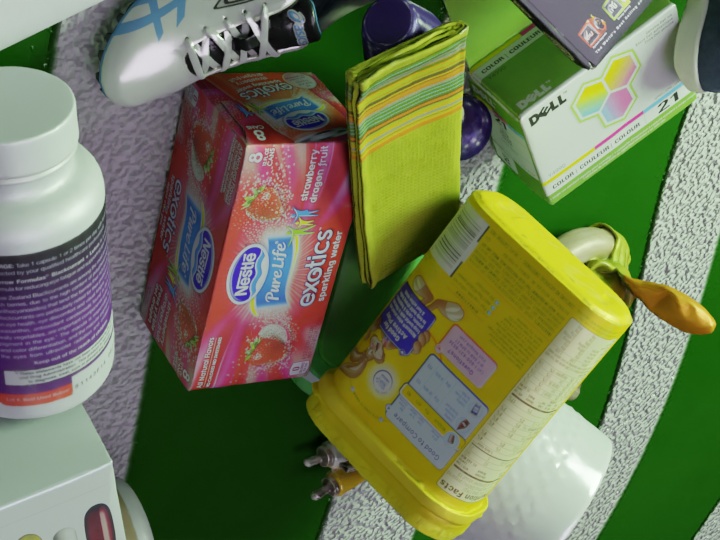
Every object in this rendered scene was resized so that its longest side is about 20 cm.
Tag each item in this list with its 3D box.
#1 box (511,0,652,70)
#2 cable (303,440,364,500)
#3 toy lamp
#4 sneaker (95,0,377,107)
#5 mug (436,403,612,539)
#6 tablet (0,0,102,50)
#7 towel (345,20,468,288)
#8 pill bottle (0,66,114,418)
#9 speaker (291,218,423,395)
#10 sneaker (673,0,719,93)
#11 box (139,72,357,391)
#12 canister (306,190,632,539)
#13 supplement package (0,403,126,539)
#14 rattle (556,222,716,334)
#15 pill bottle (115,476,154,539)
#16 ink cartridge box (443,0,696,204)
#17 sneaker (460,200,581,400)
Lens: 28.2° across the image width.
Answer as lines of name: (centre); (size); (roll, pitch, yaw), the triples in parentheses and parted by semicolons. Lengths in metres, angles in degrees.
box: (0.161, -0.261, 0.949); (0.161, 0.049, 0.200); (39, 97, -24)
cable: (0.035, 0.141, 1.264); (0.199, 0.050, 0.098); (-9, 114, -46)
toy lamp: (0.044, -0.128, 0.967); (0.058, 0.058, 0.200); (-42, 158, 2)
sneaker: (-0.072, -0.157, 0.890); (0.199, 0.073, 0.072); (-30, 139, -10)
mug: (0.088, 0.136, 1.155); (0.148, 0.175, 0.200); (-53, -179, 9)
tablet: (-0.235, -0.168, 0.802); (0.199, 0.014, 0.131); (-29, 137, -13)
towel: (0.033, -0.070, 0.935); (0.085, 0.018, 0.201); (-27, 145, -18)
pill bottle: (-0.210, -0.017, 0.877); (0.110, 0.112, 0.202); (-16, 134, -24)
speaker: (0.000, 0.000, 1.068); (0.088, 0.089, 0.202); (-7, 129, -32)
sneaker: (0.290, -0.225, 1.039); (0.075, 0.084, 0.203); (8, 92, -60)
box: (-0.075, -0.026, 0.980); (0.099, 0.096, 0.202); (-5, 128, -32)
canister: (0.075, 0.064, 0.997); (0.201, 0.148, 0.086); (-53, 160, 19)
supplement package: (-0.273, 0.146, 0.936); (0.198, 0.156, 0.112); (-20, 135, -21)
rattle: (0.173, 0.062, 1.214); (0.199, 0.143, 0.131); (-29, 156, -22)
pill bottle: (-0.257, 0.230, 1.051); (0.198, 0.116, 0.117); (-12, 132, -27)
ink cartridge box: (0.151, -0.168, 1.041); (0.147, 0.076, 0.201); (-36, 140, -5)
sneaker: (0.119, 0.026, 1.145); (0.200, 0.070, 0.076); (40, 84, -23)
